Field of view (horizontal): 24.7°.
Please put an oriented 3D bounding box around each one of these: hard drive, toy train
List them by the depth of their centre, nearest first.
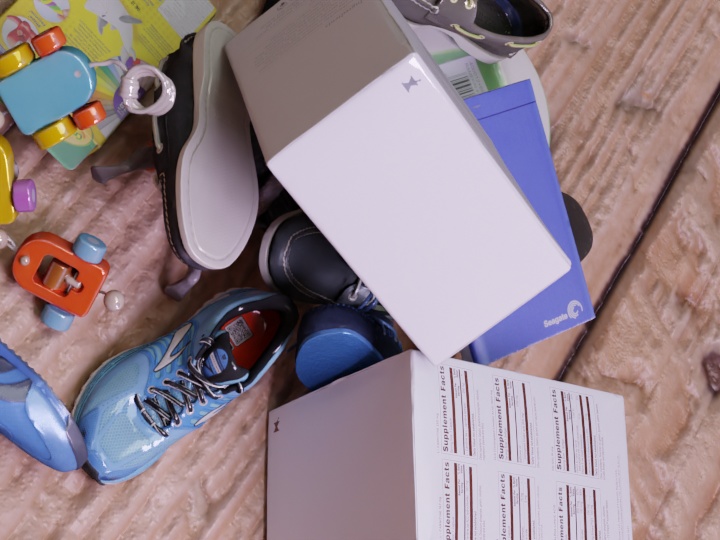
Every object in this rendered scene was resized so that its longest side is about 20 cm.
[{"bbox_3d":[-0.207,-0.069,1.139,0.149,0.202,0.056,22,17,-7],"label":"toy train"},{"bbox_3d":[0.110,-0.039,1.309,0.131,0.025,0.202,-20,96,-34],"label":"hard drive"}]

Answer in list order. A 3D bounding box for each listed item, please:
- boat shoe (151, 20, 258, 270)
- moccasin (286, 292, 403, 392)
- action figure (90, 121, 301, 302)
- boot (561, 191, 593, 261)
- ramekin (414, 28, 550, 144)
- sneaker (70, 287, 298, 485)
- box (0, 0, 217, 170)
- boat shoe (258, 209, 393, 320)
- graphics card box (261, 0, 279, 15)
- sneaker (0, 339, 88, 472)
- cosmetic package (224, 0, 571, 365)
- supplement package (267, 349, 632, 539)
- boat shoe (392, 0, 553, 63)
[{"bbox_3d":[-0.116,-0.082,1.152,0.074,0.060,0.202,29,47,-43],"label":"boat shoe"},{"bbox_3d":[-0.009,0.059,1.235,0.079,0.200,0.069,-3,68,9],"label":"moccasin"},{"bbox_3d":[-0.082,-0.062,1.245,0.193,0.104,0.201,-43,101,-30],"label":"action figure"},{"bbox_3d":[0.127,-0.015,1.409,0.199,0.075,0.074,-24,85,-47],"label":"boot"},{"bbox_3d":[0.066,-0.127,1.382,0.198,0.097,0.203,14,66,-34],"label":"ramekin"},{"bbox_3d":[-0.122,0.071,1.161,0.200,0.090,0.079,-42,101,-27],"label":"sneaker"},{"bbox_3d":[-0.203,-0.170,1.224,0.117,0.048,0.201,47,49,-15],"label":"box"},{"bbox_3d":[0.000,0.000,1.269,0.199,0.061,0.074,19,84,-53],"label":"boat shoe"},{"bbox_3d":[-0.014,-0.223,1.335,0.051,0.124,0.202,50,46,-43],"label":"graphics card box"},{"bbox_3d":[-0.265,0.071,1.081,0.200,0.066,0.079,49,63,-13],"label":"sneaker"},{"bbox_3d":[0.021,-0.080,1.127,0.200,0.122,0.200,50,8,-30],"label":"cosmetic package"},{"bbox_3d":[0.062,0.167,1.210,0.198,0.191,0.149,14,65,-33],"label":"supplement package"},{"bbox_3d":[0.075,-0.219,1.292,0.201,0.060,0.073,18,68,-47],"label":"boat shoe"}]
